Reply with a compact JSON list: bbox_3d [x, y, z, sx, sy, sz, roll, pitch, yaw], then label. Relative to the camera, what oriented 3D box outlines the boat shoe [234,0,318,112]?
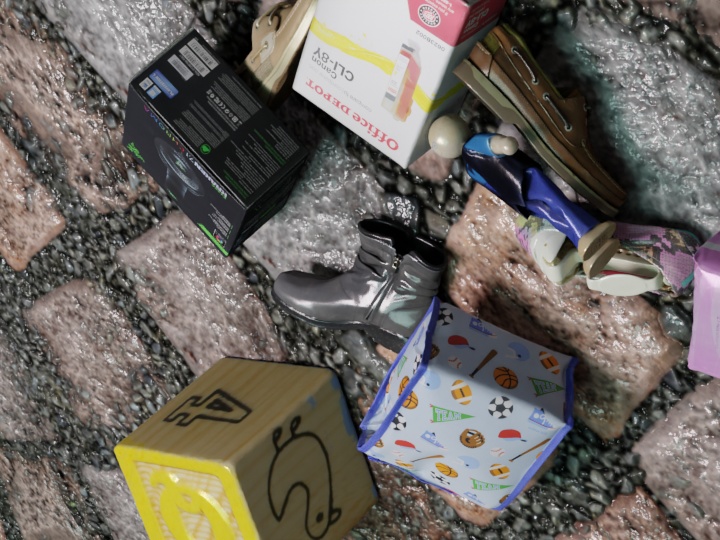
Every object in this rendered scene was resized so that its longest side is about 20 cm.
[{"bbox_3d":[-0.078,-0.225,1.548,0.065,0.071,0.200,44,140,5],"label":"boat shoe"}]

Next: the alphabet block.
[{"bbox_3d":[-0.129,0.236,1.831,0.195,0.200,0.197,1,120,40],"label":"alphabet block"}]

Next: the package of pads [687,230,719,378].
[{"bbox_3d":[0.377,0.052,1.348,0.199,0.076,0.121,19,133,31],"label":"package of pads"}]

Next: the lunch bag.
[{"bbox_3d":[0.103,0.145,1.594,0.169,0.124,0.201,23,132,-5],"label":"lunch bag"}]

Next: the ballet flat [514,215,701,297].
[{"bbox_3d":[0.213,-0.012,1.446,0.199,0.071,0.069,11,138,36],"label":"ballet flat"}]

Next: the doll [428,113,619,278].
[{"bbox_3d":[0.140,-0.079,1.409,0.200,0.049,0.137,40,172,25],"label":"doll"}]

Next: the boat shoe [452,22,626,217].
[{"bbox_3d":[0.173,-0.131,1.393,0.200,0.068,0.072,42,-174,-18],"label":"boat shoe"}]

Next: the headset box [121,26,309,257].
[{"bbox_3d":[-0.154,-0.125,1.630,0.174,0.093,0.200,47,163,2],"label":"headset box"}]

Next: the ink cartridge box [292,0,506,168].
[{"bbox_3d":[0.035,-0.216,1.446,0.145,0.083,0.201,37,137,15],"label":"ink cartridge box"}]

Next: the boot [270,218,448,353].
[{"bbox_3d":[0.000,0.000,1.657,0.198,0.070,0.133,16,127,18],"label":"boot"}]
